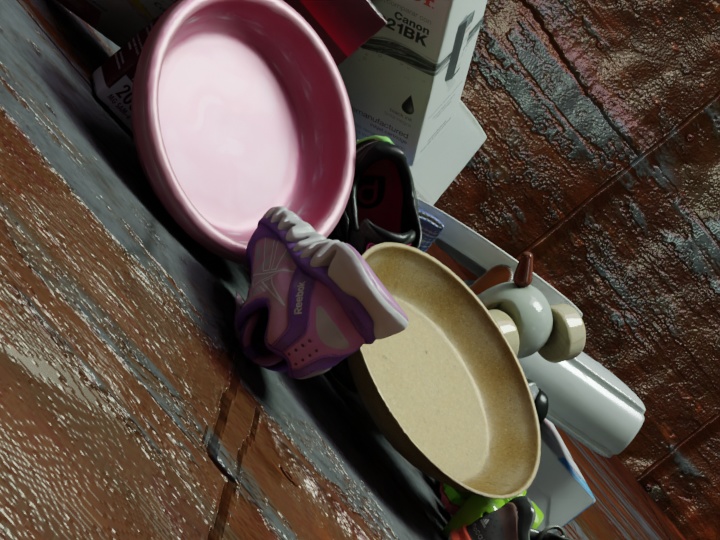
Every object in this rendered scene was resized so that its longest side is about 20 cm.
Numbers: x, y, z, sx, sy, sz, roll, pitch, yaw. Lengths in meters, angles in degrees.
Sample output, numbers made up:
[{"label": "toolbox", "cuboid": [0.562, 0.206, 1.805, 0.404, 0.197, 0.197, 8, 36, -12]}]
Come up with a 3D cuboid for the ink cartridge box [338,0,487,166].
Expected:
[{"label": "ink cartridge box", "cuboid": [0.017, -0.204, 1.433, 0.144, 0.084, 0.200, 29, -39, 13]}]

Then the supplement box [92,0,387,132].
[{"label": "supplement box", "cuboid": [-0.092, -0.167, 1.334, 0.109, 0.200, 0.061, 47, 5, -24]}]

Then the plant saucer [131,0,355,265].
[{"label": "plant saucer", "cuboid": [-0.088, -0.100, 1.252, 0.051, 0.201, 0.201, -10, -47, 44]}]

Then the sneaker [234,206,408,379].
[{"label": "sneaker", "cuboid": [-0.046, 0.020, 1.124, 0.080, 0.088, 0.200, 51, -7, -20]}]

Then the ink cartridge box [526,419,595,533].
[{"label": "ink cartridge box", "cuboid": [0.149, 0.166, 1.730, 0.116, 0.067, 0.200, 47, 7, -17]}]

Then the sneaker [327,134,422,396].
[{"label": "sneaker", "cuboid": [0.005, -0.004, 1.315, 0.084, 0.077, 0.200, 153, -63, -78]}]

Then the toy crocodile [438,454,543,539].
[{"label": "toy crocodile", "cuboid": [0.088, 0.170, 1.332, 0.068, 0.062, 0.200, 49, 1, -7]}]

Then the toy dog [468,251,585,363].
[{"label": "toy dog", "cuboid": [0.097, 0.023, 1.512, 0.200, 0.096, 0.132, 7, 11, 33]}]

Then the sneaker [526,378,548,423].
[{"label": "sneaker", "cuboid": [0.092, 0.092, 1.391, 0.115, 0.075, 0.200, 10, -9, 6]}]

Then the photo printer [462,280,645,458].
[{"label": "photo printer", "cuboid": [0.160, 0.084, 1.661, 0.200, 0.069, 0.166, 35, 4, -11]}]

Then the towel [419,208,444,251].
[{"label": "towel", "cuboid": [-0.008, -0.044, 1.540, 0.145, 0.024, 0.200, 23, -12, -2]}]

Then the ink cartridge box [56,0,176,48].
[{"label": "ink cartridge box", "cuboid": [-0.147, -0.229, 1.404, 0.200, 0.068, 0.116, 0, -27, 48]}]

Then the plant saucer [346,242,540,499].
[{"label": "plant saucer", "cuboid": [0.050, 0.075, 1.238, 0.200, 0.035, 0.200, 37, 35, -32]}]

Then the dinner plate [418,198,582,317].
[{"label": "dinner plate", "cuboid": [0.120, -0.006, 1.656, 0.200, 0.024, 0.200, 35, -3, 2]}]

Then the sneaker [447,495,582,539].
[{"label": "sneaker", "cuboid": [0.146, 0.232, 1.227, 0.200, 0.082, 0.077, 47, 7, -29]}]

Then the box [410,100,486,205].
[{"label": "box", "cuboid": [-0.026, -0.152, 1.703, 0.199, 0.171, 0.200, 38, -1, 31]}]
